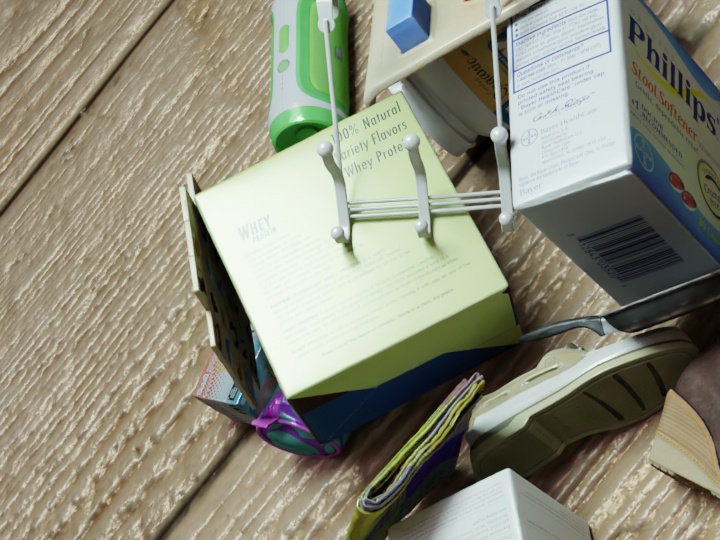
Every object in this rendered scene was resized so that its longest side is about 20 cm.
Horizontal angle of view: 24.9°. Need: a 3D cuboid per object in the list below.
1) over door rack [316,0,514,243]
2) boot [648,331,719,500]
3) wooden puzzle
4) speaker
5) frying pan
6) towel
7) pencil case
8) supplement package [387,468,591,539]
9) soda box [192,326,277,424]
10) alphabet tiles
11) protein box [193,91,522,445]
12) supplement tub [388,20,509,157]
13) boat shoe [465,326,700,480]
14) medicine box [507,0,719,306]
[{"bbox_3d":[0.041,-0.125,1.265,0.147,0.067,0.201,-4,90,8],"label":"over door rack"},{"bbox_3d":[0.303,0.096,1.148,0.200,0.072,0.167,26,84,52],"label":"boot"},{"bbox_3d":[0.074,-0.246,1.376,0.200,0.046,0.185,-32,30,26],"label":"wooden puzzle"},{"bbox_3d":[-0.052,-0.206,1.679,0.088,0.088,0.200,-24,49,29],"label":"speaker"},{"bbox_3d":[0.200,0.033,1.224,0.190,0.115,0.031,-23,85,15],"label":"frying pan"},{"bbox_3d":[0.038,0.166,1.259,0.023,0.200,0.144,37,64,13],"label":"towel"},{"bbox_3d":[-0.027,0.065,1.463,0.085,0.092,0.200,-1,63,42],"label":"pencil case"},{"bbox_3d":[0.108,0.269,1.177,0.117,0.117,0.200,-30,45,24],"label":"supplement package"},{"bbox_3d":[-0.080,0.046,1.546,0.068,0.064,0.200,7,68,45],"label":"soda box"},{"bbox_3d":[-0.118,0.019,1.389,0.006,0.200,0.167,-14,61,5],"label":"alphabet tiles"},{"bbox_3d":[0.000,0.000,1.363,0.198,0.135,0.200,-27,66,-1],"label":"protein box"},{"bbox_3d":[0.124,-0.213,1.477,0.200,0.145,0.145,-41,42,14],"label":"supplement tub"},{"bbox_3d":[0.168,0.091,1.276,0.200,0.075,0.069,-29,40,16],"label":"boat shoe"},{"bbox_3d":[0.207,-0.100,1.291,0.103,0.182,0.200,-20,51,31],"label":"medicine box"}]
